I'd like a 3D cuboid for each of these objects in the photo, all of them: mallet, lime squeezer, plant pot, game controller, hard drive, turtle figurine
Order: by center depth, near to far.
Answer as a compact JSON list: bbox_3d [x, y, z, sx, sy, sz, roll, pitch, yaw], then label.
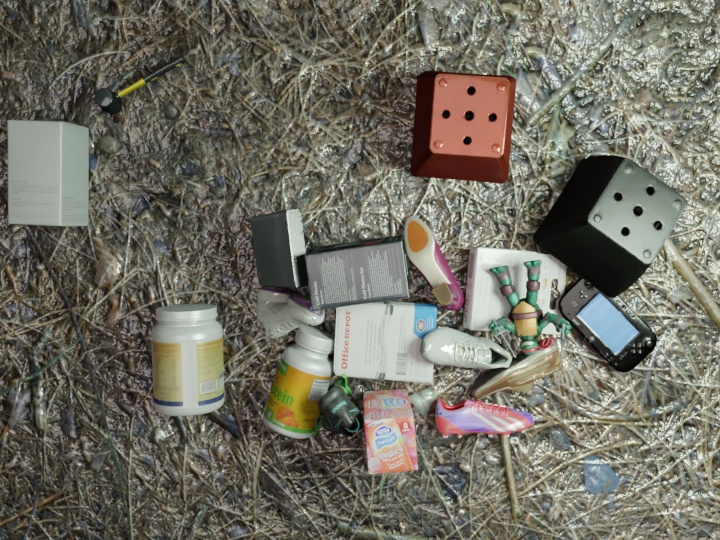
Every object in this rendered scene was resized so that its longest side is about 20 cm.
[{"bbox_3d":[0.466,-0.091,1.227,0.198,0.177,0.202,35,85,2],"label":"plant pot"},{"bbox_3d":[0.196,-0.277,1.256,0.195,0.176,0.205,5,94,4],"label":"plant pot"},{"bbox_3d":[0.310,0.088,1.274,0.146,0.101,0.205,-10,88,3],"label":"turtle figurine"},{"bbox_3d":[-0.158,-0.041,1.302,0.032,0.199,0.143,-9,94,-27],"label":"hard drive"},{"bbox_3d":[0.484,0.103,1.323,0.104,0.042,0.200,-45,89,0],"label":"game controller"},{"bbox_3d":[-0.050,0.251,1.358,0.038,0.070,0.202,47,134,24],"label":"lime squeezer"},{"bbox_3d":[-0.445,-0.381,1.359,0.197,0.066,0.042,-30,90,6],"label":"mallet"}]

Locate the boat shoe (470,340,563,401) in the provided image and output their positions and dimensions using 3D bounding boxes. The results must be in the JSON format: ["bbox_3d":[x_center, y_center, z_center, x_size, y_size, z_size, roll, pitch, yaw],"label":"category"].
[{"bbox_3d":[0.312,0.212,1.334,0.197,0.076,0.073,-30,93,8],"label":"boat shoe"}]

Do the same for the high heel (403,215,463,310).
[{"bbox_3d":[0.149,-0.015,1.353,0.067,0.096,0.203,-34,69,15],"label":"high heel"}]

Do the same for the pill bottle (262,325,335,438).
[{"bbox_3d":[-0.117,0.220,1.351,0.109,0.111,0.204,19,96,3],"label":"pill bottle"}]

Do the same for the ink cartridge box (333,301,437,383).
[{"bbox_3d":[0.051,0.137,1.343,0.195,0.086,0.150,4,94,6],"label":"ink cartridge box"}]

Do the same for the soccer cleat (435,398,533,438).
[{"bbox_3d":[0.247,0.290,1.350,0.195,0.067,0.079,-6,92,8],"label":"soccer cleat"}]

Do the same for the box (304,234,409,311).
[{"bbox_3d":[0.000,0.000,1.280,0.177,0.200,0.107,-9,95,5],"label":"box"}]

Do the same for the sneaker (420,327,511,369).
[{"bbox_3d":[0.205,0.152,1.292,0.196,0.080,0.072,8,90,-28],"label":"sneaker"}]

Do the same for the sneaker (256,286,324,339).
[{"bbox_3d":[-0.138,0.093,1.324,0.074,0.198,0.102,10,91,-40],"label":"sneaker"}]

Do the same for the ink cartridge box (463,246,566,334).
[{"bbox_3d":[0.308,0.041,1.345,0.195,0.050,0.165,4,95,-14],"label":"ink cartridge box"}]

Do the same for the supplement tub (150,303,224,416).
[{"bbox_3d":[-0.346,0.175,1.352,0.141,0.144,0.205,0,94,5],"label":"supplement tub"}]

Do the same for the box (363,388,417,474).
[{"bbox_3d":[0.054,0.303,1.296,0.092,0.200,0.105,-5,94,0],"label":"box"}]

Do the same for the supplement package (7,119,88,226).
[{"bbox_3d":[-0.628,-0.194,1.363,0.114,0.117,0.205,3,95,5],"label":"supplement package"}]

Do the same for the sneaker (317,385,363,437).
[{"bbox_3d":[-0.034,0.293,1.308,0.075,0.201,0.079,-40,66,-11],"label":"sneaker"}]
